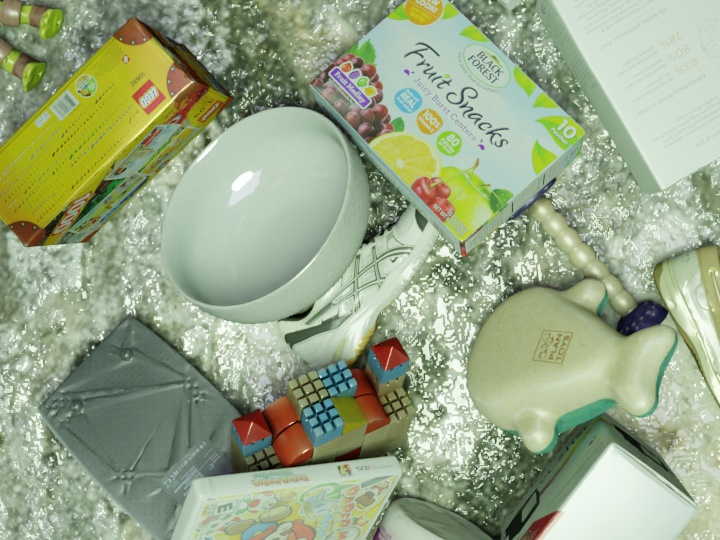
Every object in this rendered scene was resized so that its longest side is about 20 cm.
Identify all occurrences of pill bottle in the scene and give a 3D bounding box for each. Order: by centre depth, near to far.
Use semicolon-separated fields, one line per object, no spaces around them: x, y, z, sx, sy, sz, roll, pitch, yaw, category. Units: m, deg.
0.038;0.316;0.955;0.112;0.112;0.201;23;94;4;pill bottle

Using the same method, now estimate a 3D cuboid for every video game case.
-0.077;0.234;0.909;0.181;0.023;0.200;-1;134;-29;video game case

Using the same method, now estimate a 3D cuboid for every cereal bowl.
-0.073;-0.040;0.939;0.199;0.083;0.201;-16;57;26;cereal bowl

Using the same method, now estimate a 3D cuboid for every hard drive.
-0.183;0.153;0.984;0.200;0.042;0.135;42;82;11;hard drive

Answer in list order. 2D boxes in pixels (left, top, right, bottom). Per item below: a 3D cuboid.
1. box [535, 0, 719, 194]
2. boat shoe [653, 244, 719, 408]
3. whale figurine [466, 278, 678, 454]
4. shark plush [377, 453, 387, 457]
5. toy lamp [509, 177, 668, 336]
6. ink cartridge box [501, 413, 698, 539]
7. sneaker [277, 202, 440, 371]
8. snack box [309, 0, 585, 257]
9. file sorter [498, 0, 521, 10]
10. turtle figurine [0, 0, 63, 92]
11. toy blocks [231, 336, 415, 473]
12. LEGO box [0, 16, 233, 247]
0.254;-0.182;0.917;0.124;0.097;0.201;-30;89;6;box
0.329;0.071;0.927;0.066;0.074;0.200;-31;89;27;boat shoe
0.184;0.086;0.900;0.104;0.200;0.160;36;67;-32;whale figurine
-0.069;0.215;0.986;0.200;0.091;0.083;-38;57;12;shark plush
0.187;-0.022;0.953;0.058;0.058;0.200;-39;89;6;toy lamp
0.189;0.205;0.891;0.083;0.200;0.146;37;95;6;ink cartridge box
0.000;0.000;0.962;0.088;0.076;0.200;36;95;3;sneaker
0.074;-0.132;0.926;0.142;0.053;0.200;-41;73;-5;snack box
0.096;-0.347;0.874;0.139;0.124;0.200;-42;60;6;file sorter
-0.370;-0.226;0.995;0.161;0.064;0.201;23;86;-3;turtle figurine
-0.031;0.129;0.902;0.199;0.137;0.100;-22;64;-19;toy blocks
-0.222;-0.116;0.943;0.200;0.149;0.077;-43;88;7;LEGO box
